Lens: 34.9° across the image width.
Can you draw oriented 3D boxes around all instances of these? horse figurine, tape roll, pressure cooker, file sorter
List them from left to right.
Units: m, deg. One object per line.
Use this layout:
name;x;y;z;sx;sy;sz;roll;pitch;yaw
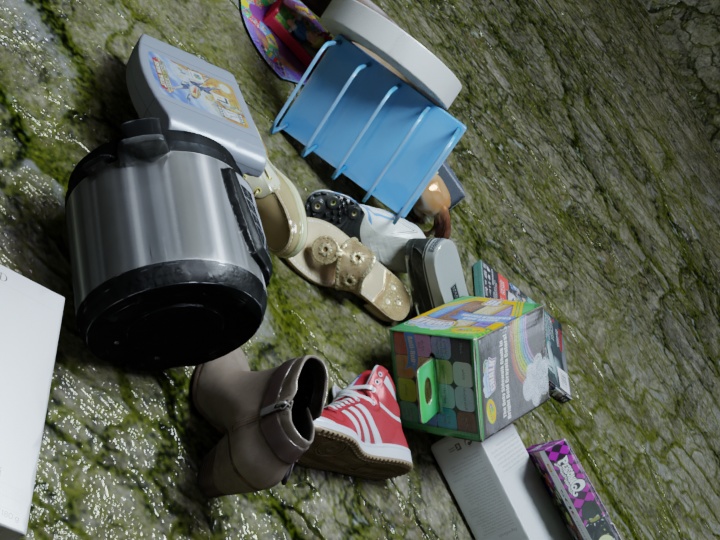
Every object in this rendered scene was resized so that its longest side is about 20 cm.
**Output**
pressure cooker;-0.181;-0.032;1.040;0.177;0.175;0.202;17;48;-43
file sorter;0.007;-0.168;1.388;0.199;0.139;0.123;36;16;-1
tape roll;0.037;-0.274;1.443;0.202;0.037;0.203;35;2;-1
horse figurine;0.065;-0.110;1.501;0.050;0.133;0.201;-33;83;-26

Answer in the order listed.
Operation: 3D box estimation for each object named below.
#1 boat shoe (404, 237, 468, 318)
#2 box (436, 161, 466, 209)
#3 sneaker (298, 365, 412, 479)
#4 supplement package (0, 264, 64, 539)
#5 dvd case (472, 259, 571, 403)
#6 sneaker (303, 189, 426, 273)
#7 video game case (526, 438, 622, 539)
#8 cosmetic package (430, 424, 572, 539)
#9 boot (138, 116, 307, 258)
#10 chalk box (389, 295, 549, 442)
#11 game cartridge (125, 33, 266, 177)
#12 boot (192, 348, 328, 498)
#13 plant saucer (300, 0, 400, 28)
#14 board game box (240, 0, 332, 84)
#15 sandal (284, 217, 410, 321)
boat shoe;0.100;0.051;1.451;0.070;0.063;0.203;-31;118;-44
box;0.071;-0.177;1.599;0.201;0.051;0.158;54;9;-5
sneaker;-0.019;0.149;1.207;0.199;0.071;0.114;29;44;-51
supplement package;-0.301;0.097;0.804;0.121;0.119;0.202;32;39;-34
dvd case;0.237;0.090;1.677;0.199;0.022;0.147;35;38;-32
sneaker;0.003;-0.051;1.438;0.199;0.072;0.072;24;13;-35
video game case;0.261;0.297;1.401;0.183;0.035;0.200;63;-7;8
cosmetic package;0.173;0.277;1.368;0.101;0.074;0.202;-12;75;-58
boot;-0.151;-0.100;1.243;0.154;0.072;0.201;1;55;-56
chalk box;0.116;0.117;1.330;0.199;0.123;0.126;-18;108;-48
game cartridge;-0.178;-0.177;1.199;0.132;0.042;0.201;24;26;-34
boot;-0.089;0.118;1.062;0.070;0.146;0.202;31;39;-33
plant saucer;-0.010;-0.350;1.566;0.199;0.032;0.200;35;-1;1
board game box;-0.081;-0.330;1.581;0.199;0.039;0.160;5;59;-54
sandal;0.001;-0.005;1.358;0.211;0.069;0.078;35;61;-35
